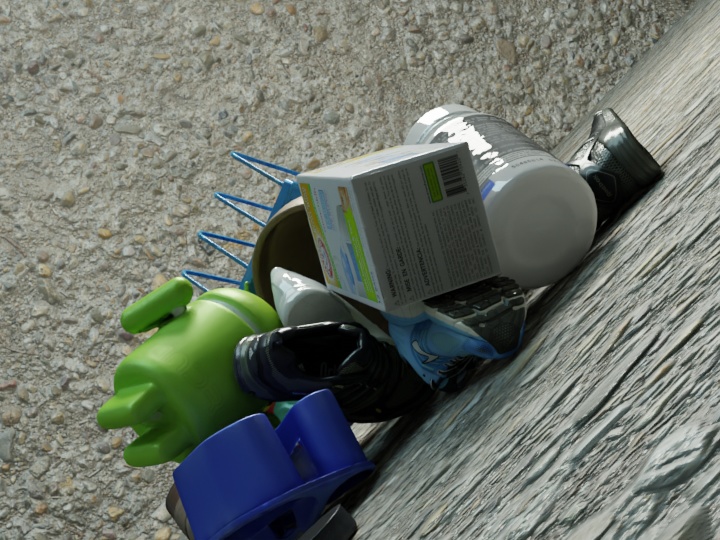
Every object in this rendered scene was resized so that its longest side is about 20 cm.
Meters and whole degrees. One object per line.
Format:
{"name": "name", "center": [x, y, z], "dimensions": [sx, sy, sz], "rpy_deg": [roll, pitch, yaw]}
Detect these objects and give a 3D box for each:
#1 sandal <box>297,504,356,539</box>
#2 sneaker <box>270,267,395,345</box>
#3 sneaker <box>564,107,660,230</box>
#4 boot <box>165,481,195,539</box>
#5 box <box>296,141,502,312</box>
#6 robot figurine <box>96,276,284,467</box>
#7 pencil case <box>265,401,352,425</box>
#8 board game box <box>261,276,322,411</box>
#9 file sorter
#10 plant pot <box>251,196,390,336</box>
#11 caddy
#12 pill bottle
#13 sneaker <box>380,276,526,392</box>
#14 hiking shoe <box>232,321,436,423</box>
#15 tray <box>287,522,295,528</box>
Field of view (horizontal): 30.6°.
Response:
{"name": "sandal", "center": [-0.082, 0.233, 0.970], "dimensions": [0.200, 0.043, 0.076], "rpy_deg": [-45, 0, 18]}
{"name": "sneaker", "center": [-0.016, 0.063, 1.262], "dimensions": [0.075, 0.200, 0.089], "rpy_deg": [-41, 37, -1]}
{"name": "sneaker", "center": [0.217, -0.090, 1.243], "dimensions": [0.114, 0.076, 0.199], "rpy_deg": [-38, 7, 14]}
{"name": "boot", "center": [-0.114, 0.178, 1.279], "dimensions": [0.146, 0.070, 0.201], "rpy_deg": [2, 66, 51]}
{"name": "box", "center": [0.026, -0.041, 1.103], "dimensions": [0.101, 0.113, 0.200], "rpy_deg": [-18, 9, -13]}
{"name": "robot figurine", "center": [-0.142, 0.095, 1.197], "dimensions": [0.115, 0.176, 0.200], "rpy_deg": [-20, 18, 50]}
{"name": "pencil case", "center": [-0.088, 0.198, 1.365], "dimensions": [0.200, 0.088, 0.088], "rpy_deg": [-53, -2, 10]}
{"name": "board game box", "center": [-0.062, 0.104, 1.420], "dimensions": [0.105, 0.023, 0.201], "rpy_deg": [16, -79, -52]}
{"name": "file sorter", "center": [-0.102, -0.009, 1.420], "dimensions": [0.138, 0.122, 0.201], "rpy_deg": [14, -77, -49]}
{"name": "plant pot", "center": [0.000, 0.000, 1.308], "dimensions": [0.201, 0.201, 0.093], "rpy_deg": [-45, 5, 39]}
{"name": "caddy", "center": [-0.072, 0.185, 1.111], "dimensions": [0.141, 0.105, 0.200], "rpy_deg": [-18, -16, -32]}
{"name": "pill bottle", "center": [0.116, -0.073, 1.171], "dimensions": [0.114, 0.114, 0.200], "rpy_deg": [-45, 32, 4]}
{"name": "sneaker", "center": [0.082, 0.055, 1.080], "dimensions": [0.078, 0.090, 0.200], "rpy_deg": [-16, 8, -18]}
{"name": "hiking shoe", "center": [-0.006, 0.088, 1.153], "dimensions": [0.199, 0.076, 0.101], "rpy_deg": [7, -18, -29]}
{"name": "tray", "center": [-0.075, 0.242, 1.272], "dimensions": [0.200, 0.022, 0.107], "rpy_deg": [-45, -1, -10]}
